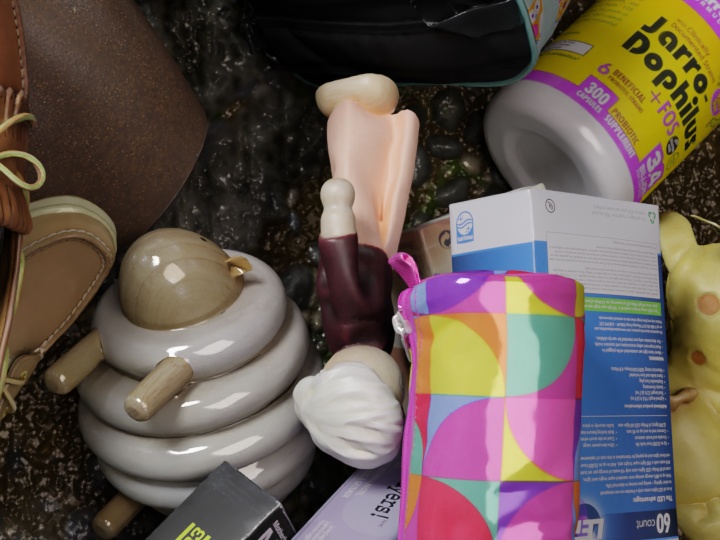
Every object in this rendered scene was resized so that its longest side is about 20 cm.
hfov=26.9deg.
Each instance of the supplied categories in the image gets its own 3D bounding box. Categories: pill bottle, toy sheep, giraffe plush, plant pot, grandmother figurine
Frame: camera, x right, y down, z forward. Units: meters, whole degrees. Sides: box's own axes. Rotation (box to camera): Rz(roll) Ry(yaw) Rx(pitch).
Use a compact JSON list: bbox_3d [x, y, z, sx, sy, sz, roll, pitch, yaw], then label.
[{"bbox_3d":[0.172,-0.120,0.895,0.200,0.104,0.104,-43,101,-21],"label":"pill bottle"},{"bbox_3d":[-0.080,0.066,0.753,0.137,0.138,0.201,-23,128,-23],"label":"toy sheep"},{"bbox_3d":[0.213,0.078,0.875,0.200,0.173,0.163,29,95,-28],"label":"giraffe plush"},{"bbox_3d":[-0.178,-0.098,0.719,0.200,0.187,0.187,38,71,-27],"label":"plant pot"},{"bbox_3d":[0.000,0.000,0.732,0.060,0.121,0.201,-9,57,15],"label":"grandmother figurine"}]

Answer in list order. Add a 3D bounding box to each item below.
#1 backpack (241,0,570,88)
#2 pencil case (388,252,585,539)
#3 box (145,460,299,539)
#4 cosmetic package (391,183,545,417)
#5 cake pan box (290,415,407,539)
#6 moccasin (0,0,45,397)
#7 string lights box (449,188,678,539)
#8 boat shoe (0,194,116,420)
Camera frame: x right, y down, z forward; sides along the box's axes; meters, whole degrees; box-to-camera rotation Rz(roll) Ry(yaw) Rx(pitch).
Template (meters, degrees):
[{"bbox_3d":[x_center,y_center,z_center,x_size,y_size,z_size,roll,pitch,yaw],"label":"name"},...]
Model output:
[{"bbox_3d":[0.023,-0.184,0.768,0.153,0.200,0.176,-50,129,-21],"label":"backpack"},{"bbox_3d":[0.053,0.094,0.658,0.088,0.088,0.201,2,84,-22],"label":"pencil case"},{"bbox_3d":[-0.089,0.218,0.717,0.193,0.047,0.200,-47,143,-21],"label":"box"},{"bbox_3d":[0.077,0.064,0.835,0.087,0.103,0.201,-20,90,-24],"label":"cosmetic package"},{"bbox_3d":[0.010,0.197,0.735,0.184,0.052,0.201,-35,129,-55],"label":"cake pan box"},{"bbox_3d":[-0.165,-0.027,0.606,0.073,0.078,0.202,6,99,-39],"label":"moccasin"},{"bbox_3d":[0.102,0.066,0.743,0.102,0.059,0.201,5,81,-42],"label":"string lights box"},{"bbox_3d":[-0.188,0.048,0.701,0.200,0.066,0.074,-41,133,10],"label":"boat shoe"}]
